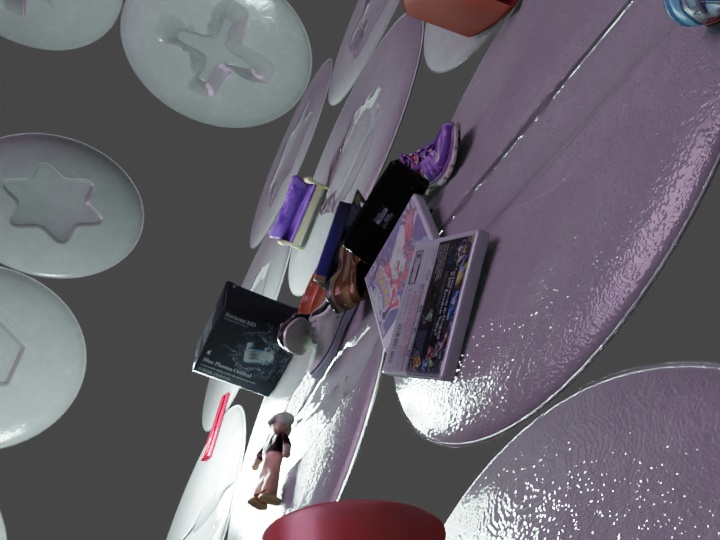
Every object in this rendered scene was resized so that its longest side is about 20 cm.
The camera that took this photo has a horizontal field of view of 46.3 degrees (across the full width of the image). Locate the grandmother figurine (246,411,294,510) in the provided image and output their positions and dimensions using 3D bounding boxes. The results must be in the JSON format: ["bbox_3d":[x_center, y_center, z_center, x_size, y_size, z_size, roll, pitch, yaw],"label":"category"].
[{"bbox_3d":[-0.170,0.364,1.643,0.121,0.061,0.200,-20,40,33],"label":"grandmother figurine"}]

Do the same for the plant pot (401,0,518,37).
[{"bbox_3d":[0.172,-0.524,1.457,0.176,0.199,0.200,122,166,-74],"label":"plant pot"}]

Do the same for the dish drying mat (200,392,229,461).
[{"bbox_3d":[-0.427,0.459,2.476,0.077,0.018,0.200,133,155,-55],"label":"dish drying mat"}]

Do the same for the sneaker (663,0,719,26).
[{"bbox_3d":[0.353,-0.313,0.751,0.096,0.079,0.200,-132,57,-63],"label":"sneaker"}]

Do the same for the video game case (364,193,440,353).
[{"bbox_3d":[0.069,0.002,1.323,0.182,0.023,0.200,-60,24,27],"label":"video game case"}]

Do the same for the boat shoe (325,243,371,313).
[{"bbox_3d":[0.000,0.000,1.548,0.074,0.076,0.200,-16,35,30],"label":"boat shoe"}]

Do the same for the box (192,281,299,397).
[{"bbox_3d":[-0.262,0.162,1.968,0.200,0.196,0.118,-61,17,25],"label":"box"}]

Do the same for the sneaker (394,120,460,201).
[{"bbox_3d":[0.100,-0.173,1.392,0.200,0.083,0.081,-51,22,45],"label":"sneaker"}]

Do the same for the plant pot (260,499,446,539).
[{"bbox_3d":[-0.005,0.352,0.845,0.200,0.200,0.178,127,151,-44],"label":"plant pot"}]

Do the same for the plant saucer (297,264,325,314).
[{"bbox_3d":[-0.091,0.061,1.832,0.200,0.032,0.200,-58,17,30],"label":"plant saucer"}]

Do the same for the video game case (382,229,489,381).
[{"bbox_3d":[0.100,0.050,1.148,0.182,0.023,0.200,-11,61,67],"label":"video game case"}]

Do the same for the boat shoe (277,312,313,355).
[{"bbox_3d":[-0.124,0.118,1.637,0.200,0.060,0.074,-23,-64,-70],"label":"boat shoe"}]

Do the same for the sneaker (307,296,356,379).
[{"bbox_3d":[-0.068,0.108,1.607,0.200,0.071,0.073,-67,15,3],"label":"sneaker"}]

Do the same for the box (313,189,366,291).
[{"bbox_3d":[-0.032,-0.052,1.668,0.121,0.032,0.200,50,-123,-65],"label":"box"}]

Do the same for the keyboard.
[{"bbox_3d":[0.054,-0.090,1.429,0.200,0.104,0.040,-56,-8,36],"label":"keyboard"}]

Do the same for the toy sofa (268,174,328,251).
[{"bbox_3d":[-0.172,-0.160,2.302,0.200,0.097,0.083,-67,14,0],"label":"toy sofa"}]
